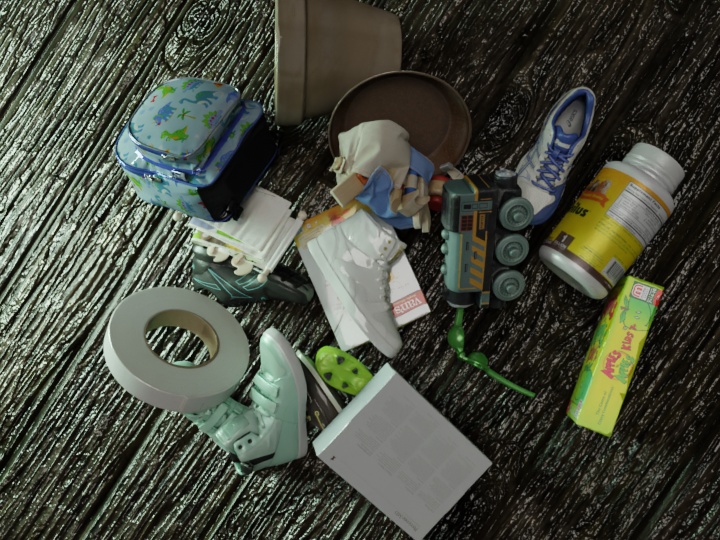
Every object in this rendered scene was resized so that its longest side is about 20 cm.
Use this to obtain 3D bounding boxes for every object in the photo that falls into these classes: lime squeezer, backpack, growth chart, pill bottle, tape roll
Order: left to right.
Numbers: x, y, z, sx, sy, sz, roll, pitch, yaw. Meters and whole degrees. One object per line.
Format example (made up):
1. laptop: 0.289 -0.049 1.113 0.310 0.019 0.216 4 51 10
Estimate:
1. tape roll: -0.255 0.107 0.979 0.202 0.203 0.037 37 125 9
2. backpack: -0.246 -0.184 1.000 0.199 0.147 0.184 13 58 24
3. growth chart: -0.180 -0.075 1.023 0.199 0.018 0.145 32 70 21
4. lime squeezer: 0.167 0.109 0.996 0.070 0.038 0.201 -26 80 -25
5. pill bottle: 0.340 -0.068 0.937 0.109 0.109 0.200 38 92 9

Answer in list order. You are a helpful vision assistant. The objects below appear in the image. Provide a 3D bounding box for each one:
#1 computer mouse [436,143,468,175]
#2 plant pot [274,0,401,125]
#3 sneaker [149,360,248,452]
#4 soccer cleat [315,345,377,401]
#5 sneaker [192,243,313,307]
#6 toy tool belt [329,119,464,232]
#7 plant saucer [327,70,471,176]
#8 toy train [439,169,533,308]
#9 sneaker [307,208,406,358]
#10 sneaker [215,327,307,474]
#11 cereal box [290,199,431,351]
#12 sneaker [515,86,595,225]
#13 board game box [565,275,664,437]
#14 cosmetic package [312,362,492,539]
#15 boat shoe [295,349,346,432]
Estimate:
1. computer mouse: 0.165 -0.128 1.007 0.058 0.034 0.201 -31 82 6
2. plant pot: -0.036 -0.306 0.985 0.172 0.200 0.201 -1 86 -7
3. sneaker: -0.220 0.210 0.999 0.200 0.118 0.074 38 92 9
4. soccer cleat: 0.017 0.175 0.995 0.200 0.081 0.068 42 90 -12
5. sneaker: -0.163 0.019 1.037 0.199 0.075 0.080 20 102 17
6. toy tool belt: 0.047 -0.104 0.949 0.125 0.199 0.124 -12 56 49
7. plant saucer: 0.054 -0.198 0.974 0.199 0.201 0.037 -10 45 8
8. toy train: 0.163 -0.038 0.939 0.113 0.085 0.201 -3 118 -6
9. sneaker: 0.025 0.011 0.959 0.115 0.074 0.201 -35 81 7
10. sneaker: -0.138 0.184 0.942 0.118 0.074 0.202 -16 111 -31
11. cereal box: 0.000 0.000 1.020 0.143 0.040 0.201 -26 82 5
12. sneaker: 0.265 -0.162 0.967 0.075 0.088 0.201 20 91 8
13. board game box: 0.336 0.111 0.929 0.047 0.102 0.201 20 89 11
14. cosmetic package: 0.058 0.248 0.946 0.151 0.052 0.200 -46 105 -3
15. boat shoe: -0.047 0.208 0.996 0.060 0.072 0.202 -37 84 0
